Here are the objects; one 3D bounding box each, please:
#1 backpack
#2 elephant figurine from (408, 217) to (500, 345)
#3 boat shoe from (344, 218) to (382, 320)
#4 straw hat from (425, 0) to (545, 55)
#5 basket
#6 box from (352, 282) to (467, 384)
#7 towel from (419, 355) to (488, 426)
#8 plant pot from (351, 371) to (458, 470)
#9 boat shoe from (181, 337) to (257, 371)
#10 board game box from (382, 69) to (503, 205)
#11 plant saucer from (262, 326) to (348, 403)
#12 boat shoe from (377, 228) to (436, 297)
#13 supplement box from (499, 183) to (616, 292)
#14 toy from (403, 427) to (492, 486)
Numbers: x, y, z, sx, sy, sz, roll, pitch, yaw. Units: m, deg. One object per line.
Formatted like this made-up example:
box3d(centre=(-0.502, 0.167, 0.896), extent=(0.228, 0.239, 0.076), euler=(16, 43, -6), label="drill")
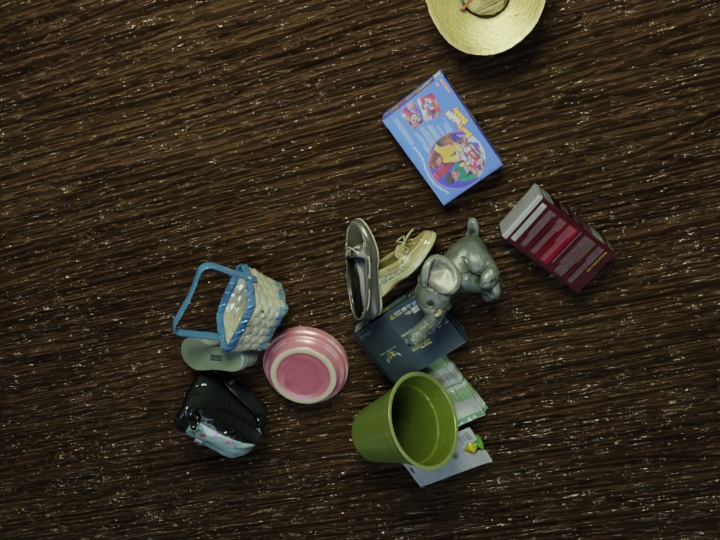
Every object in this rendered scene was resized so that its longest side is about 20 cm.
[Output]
box3d(centre=(-0.313, 0.335, 1.463), extent=(0.198, 0.169, 0.126), euler=(34, 136, -16), label="backpack")
box3d(centre=(0.161, 0.024, 1.238), extent=(0.196, 0.157, 0.143), euler=(-17, 138, -4), label="elephant figurine")
box3d(centre=(0.000, 0.000, 1.259), extent=(0.066, 0.057, 0.204), euler=(-5, 97, 41), label="boat shoe")
box3d(centre=(0.197, -0.456, 1.024), extent=(0.197, 0.085, 0.205), euler=(3, 113, 6), label="straw hat")
box3d(centre=(-0.263, 0.078, 1.298), extent=(0.197, 0.140, 0.178), euler=(14, 122, -36), label="basket")
box3d(centre=(0.106, 0.133, 1.363), extent=(0.198, 0.051, 0.158), euler=(-33, 111, 20), label="box")
box3d(centre=(0.178, 0.283, 1.448), extent=(0.148, 0.031, 0.201), euler=(-33, 110, 19), label="towel")
box3d(centre=(0.081, 0.344, 1.401), extent=(0.200, 0.202, 0.189), euler=(42, 140, -17), label="plant pot")
box3d(centre=(-0.311, 0.186, 1.409), extent=(0.198, 0.071, 0.072), euler=(4, 91, 33), label="boat shoe")
box3d(centre=(0.150, -0.239, 1.165), extent=(0.133, 0.045, 0.201), euler=(-32, 111, 20), label="board game box")
box3d(centre=(-0.125, 0.224, 1.432), extent=(0.196, 0.051, 0.204), euler=(2, 119, 4), label="plant saucer")
box3d(centre=(0.071, -0.017, 1.274), extent=(0.063, 0.074, 0.200), euler=(41, 118, -9), label="boat shoe")
box3d(centre=(0.378, -0.061, 1.229), extent=(0.198, 0.061, 0.109), euler=(35, 116, -12), label="supplement box")
box3d(centre=(0.200, 0.434, 1.515), extent=(0.198, 0.047, 0.116), euler=(-26, 113, 25), label="toy")
